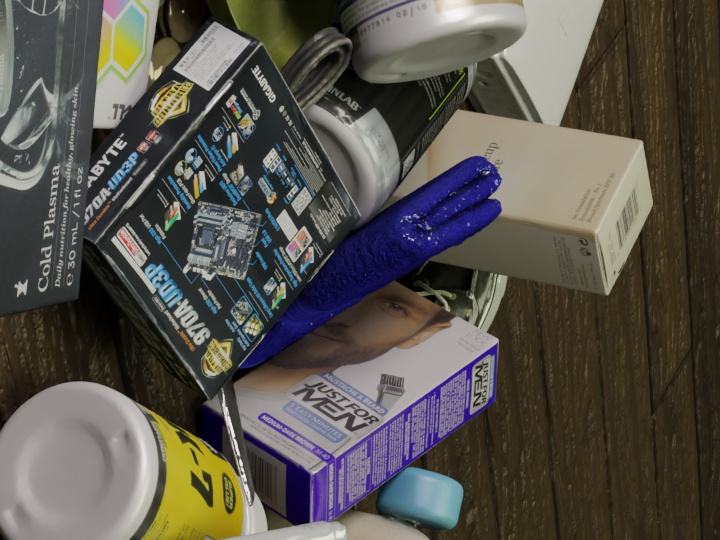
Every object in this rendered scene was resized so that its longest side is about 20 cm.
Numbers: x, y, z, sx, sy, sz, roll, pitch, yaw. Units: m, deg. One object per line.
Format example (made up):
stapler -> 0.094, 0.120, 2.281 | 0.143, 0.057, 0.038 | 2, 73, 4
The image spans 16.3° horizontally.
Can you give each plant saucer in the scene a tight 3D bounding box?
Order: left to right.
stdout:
plant saucer -> -0.067, -0.225, 1.624 | 0.200, 0.031, 0.202 | -3, 90, -67

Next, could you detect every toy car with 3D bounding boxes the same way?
toy car -> -0.006, 0.243, 1.850 | 0.200, 0.175, 0.186 | 56, 46, -72

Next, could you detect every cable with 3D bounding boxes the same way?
cable -> -0.075, -0.069, 1.600 | 0.199, 0.050, 0.097 | -36, 148, -13

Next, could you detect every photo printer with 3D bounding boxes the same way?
photo printer -> 0.143, -0.227, 2.058 | 0.201, 0.069, 0.167 | -69, 153, -19

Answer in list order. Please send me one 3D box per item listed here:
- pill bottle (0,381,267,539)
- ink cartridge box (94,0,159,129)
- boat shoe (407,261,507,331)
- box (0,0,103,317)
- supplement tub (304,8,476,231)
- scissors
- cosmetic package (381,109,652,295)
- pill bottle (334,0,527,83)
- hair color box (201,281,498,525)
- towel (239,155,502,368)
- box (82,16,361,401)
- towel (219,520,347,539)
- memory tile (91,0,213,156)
pill bottle -> -0.140, 0.148, 1.572 | 0.200, 0.113, 0.115 | 39, 65, -63
ink cartridge box -> -0.169, -0.133, 1.455 | 0.104, 0.059, 0.202 | -2, 102, -65
boat shoe -> 0.063, 0.039, 2.003 | 0.064, 0.070, 0.202 | 34, 72, -64
box -> -0.235, -0.078, 1.271 | 0.196, 0.123, 0.202 | -15, 114, -60
supplement tub -> 0.004, -0.127, 1.746 | 0.200, 0.122, 0.123 | -52, 144, -42
scissors -> -0.097, 0.054, 1.626 | 0.073, 0.014, 0.201 | 36, 40, -45
cosmetic package -> 0.112, -0.057, 1.913 | 0.104, 0.199, 0.073 | -60, 150, -35
pill bottle -> 0.029, -0.235, 1.643 | 0.119, 0.119, 0.202 | 2, 71, -64
hair color box -> -0.006, 0.093, 1.776 | 0.199, 0.109, 0.065 | -32, 138, -38
towel -> 0.000, 0.000, 1.726 | 0.050, 0.199, 0.148 | 56, 36, -3
box -> -0.090, -0.034, 1.535 | 0.159, 0.046, 0.200 | -51, 147, -14
towel -> -0.113, 0.221, 1.551 | 0.199, 0.048, 0.172 | -10, 149, -26
memory tile -> -0.120, -0.148, 1.604 | 0.153, 0.017, 0.202 | 40, 64, -62
